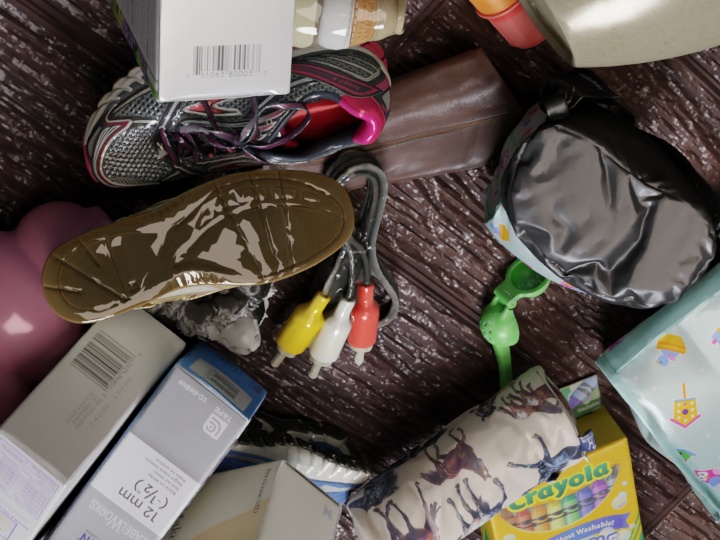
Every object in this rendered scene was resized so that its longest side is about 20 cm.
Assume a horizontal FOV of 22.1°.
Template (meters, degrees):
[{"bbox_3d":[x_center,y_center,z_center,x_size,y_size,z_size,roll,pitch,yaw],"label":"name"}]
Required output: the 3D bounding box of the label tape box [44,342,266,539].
[{"bbox_3d":[-0.149,0.150,1.228,0.066,0.143,0.200,35,94,-1],"label":"label tape box"}]

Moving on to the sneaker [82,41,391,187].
[{"bbox_3d":[-0.079,-0.095,1.143,0.199,0.075,0.081,-17,132,9],"label":"sneaker"}]

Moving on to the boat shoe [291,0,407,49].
[{"bbox_3d":[-0.006,-0.180,1.120,0.068,0.200,0.075,6,119,-2],"label":"boat shoe"}]

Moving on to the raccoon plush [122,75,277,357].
[{"bbox_3d":[-0.107,-0.037,1.267,0.096,0.134,0.201,-7,90,1],"label":"raccoon plush"}]

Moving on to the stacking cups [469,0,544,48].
[{"bbox_3d":[0.059,-0.222,1.216,0.060,0.061,0.200,-39,129,6],"label":"stacking cups"}]

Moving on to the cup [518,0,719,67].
[{"bbox_3d":[0.167,-0.211,1.168,0.143,0.200,0.201,-33,125,1],"label":"cup"}]

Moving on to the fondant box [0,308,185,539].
[{"bbox_3d":[-0.206,0.125,1.222,0.058,0.144,0.200,37,137,1],"label":"fondant box"}]

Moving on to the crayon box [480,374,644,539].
[{"bbox_3d":[0.160,0.195,1.501,0.125,0.052,0.201,-20,124,-8],"label":"crayon box"}]

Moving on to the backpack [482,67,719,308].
[{"bbox_3d":[0.156,-0.055,1.264,0.167,0.200,0.127,38,102,-9],"label":"backpack"}]

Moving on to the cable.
[{"bbox_3d":[0.000,0.000,1.300,0.097,0.050,0.200,-3,141,-22],"label":"cable"}]

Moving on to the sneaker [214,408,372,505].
[{"bbox_3d":[-0.089,0.150,1.367,0.199,0.079,0.089,22,108,-29],"label":"sneaker"}]

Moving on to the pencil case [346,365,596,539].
[{"bbox_3d":[0.080,0.162,1.399,0.200,0.078,0.090,-34,101,-8],"label":"pencil case"}]

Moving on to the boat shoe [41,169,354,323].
[{"bbox_3d":[-0.104,-0.020,1.165,0.199,0.066,0.074,-13,96,-9],"label":"boat shoe"}]

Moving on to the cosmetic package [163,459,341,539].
[{"bbox_3d":[-0.118,0.208,1.316,0.199,0.105,0.071,-17,134,37],"label":"cosmetic package"}]

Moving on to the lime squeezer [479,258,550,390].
[{"bbox_3d":[0.132,0.023,1.396,0.070,0.038,0.201,14,113,-27],"label":"lime squeezer"}]

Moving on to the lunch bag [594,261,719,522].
[{"bbox_3d":[0.285,0.073,1.433,0.170,0.122,0.200,-37,131,5],"label":"lunch bag"}]

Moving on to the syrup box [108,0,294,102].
[{"bbox_3d":[-0.102,-0.177,1.090,0.078,0.200,0.082,-5,119,-17],"label":"syrup box"}]

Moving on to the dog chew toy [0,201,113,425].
[{"bbox_3d":[-0.241,0.032,1.221,0.200,0.125,0.125,-41,125,-3],"label":"dog chew toy"}]

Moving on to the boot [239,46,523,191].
[{"bbox_3d":[0.010,-0.128,1.243,0.199,0.064,0.187,-14,136,-8],"label":"boot"}]
